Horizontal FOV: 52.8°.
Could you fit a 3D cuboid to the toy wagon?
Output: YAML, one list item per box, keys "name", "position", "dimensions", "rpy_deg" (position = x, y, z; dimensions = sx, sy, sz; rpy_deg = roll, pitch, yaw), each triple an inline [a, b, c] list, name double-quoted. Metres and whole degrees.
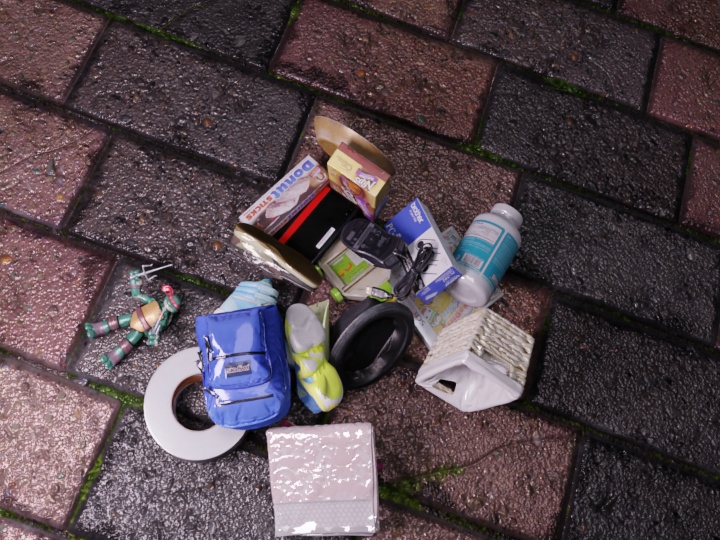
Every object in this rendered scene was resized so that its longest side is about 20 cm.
- name: "toy wagon"
  position: [0.000, 0.000, 1.457]
  dimensions: [0.154, 0.040, 0.201]
  rpy_deg: [-37, 72, -12]

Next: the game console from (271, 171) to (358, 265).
- name: "game console"
  position: [-0.126, -0.099, 1.481]
  dimensions: [0.176, 0.031, 0.201]
  rpy_deg: [34, 71, 14]

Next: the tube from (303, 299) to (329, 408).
- name: "tube"
  position: [-0.082, 0.161, 1.393]
  dimensions: [0.057, 0.052, 0.204]
  rpy_deg: [-4, 73, 8]

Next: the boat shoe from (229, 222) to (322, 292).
- name: "boat shoe"
  position: [-0.164, -0.016, 1.400]
  dimensions: [0.198, 0.073, 0.065]
  rpy_deg: [36, 114, 6]

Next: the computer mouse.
- name: "computer mouse"
  position: [0.035, -0.013, 1.403]
  dimensions: [0.197, 0.046, 0.142]
  rpy_deg: [22, 69, 24]

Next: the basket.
- name: "basket"
  position: [0.213, 0.168, 1.350]
  dimensions: [0.134, 0.200, 0.125]
  rpy_deg: [31, 62, -10]

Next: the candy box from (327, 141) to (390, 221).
- name: "candy box"
  position: [-0.003, -0.172, 1.443]
  dimensions: [0.116, 0.200, 0.057]
  rpy_deg: [35, 81, 5]

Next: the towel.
- name: "towel"
  position: [-0.067, 0.371, 1.283]
  dimensions: [0.196, 0.032, 0.195]
  rpy_deg: [-5, 87, 10]

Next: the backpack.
- name: "backpack"
  position: [-0.206, 0.171, 1.248]
  dimensions: [0.159, 0.168, 0.204]
  rpy_deg: [-9, 79, 2]

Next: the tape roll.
- name: "tape roll"
  position: [-0.293, 0.247, 1.333]
  dimensions: [0.196, 0.066, 0.204]
  rpy_deg: [3, 70, -7]

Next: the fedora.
- name: "fedora"
  position: [0.005, 0.124, 1.378]
  dimensions: [0.198, 0.203, 0.092]
  rpy_deg: [-28, 45, -16]

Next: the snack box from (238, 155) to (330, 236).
- name: "snack box"
  position: [-0.150, -0.146, 1.472]
  dimensions: [0.072, 0.024, 0.200]
  rpy_deg: [40, 72, 17]

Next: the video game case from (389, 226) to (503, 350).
- name: "video game case"
  position: [0.166, 0.033, 1.491]
  dimensions: [0.198, 0.023, 0.183]
  rpy_deg: [-33, 78, -17]

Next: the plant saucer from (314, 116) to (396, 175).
- name: "plant saucer"
  position: [-0.019, -0.238, 1.474]
  dimensions: [0.198, 0.200, 0.036]
  rpy_deg: [32, 85, 4]

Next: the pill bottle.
- name: "pill bottle"
  position: [0.251, -0.036, 1.454]
  dimensions: [0.110, 0.111, 0.201]
  rpy_deg: [33, 71, 5]

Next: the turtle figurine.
- name: "turtle figurine"
  position: [-0.405, 0.089, 1.356]
  dimensions: [0.198, 0.101, 0.151]
  rpy_deg: [-34, 62, -1]

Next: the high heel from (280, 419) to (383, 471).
- name: "high heel"
  position: [-0.055, 0.326, 1.332]
  dimensions: [0.195, 0.067, 0.098]
  rpy_deg: [2, 81, -3]

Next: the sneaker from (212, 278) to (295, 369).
- name: "sneaker"
  position: [-0.173, 0.092, 1.396]
  dimensions: [0.198, 0.080, 0.132]
  rpy_deg: [32, 71, 3]

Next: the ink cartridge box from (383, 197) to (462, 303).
- name: "ink cartridge box"
  position: [0.121, -0.042, 1.435]
  dimensions: [0.094, 0.044, 0.202]
  rpy_deg: [-38, 46, 18]

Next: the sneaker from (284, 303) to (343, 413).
- name: "sneaker"
  position: [-0.101, 0.166, 1.310]
  dimensions: [0.075, 0.105, 0.203]
  rpy_deg: [-5, 62, -33]
